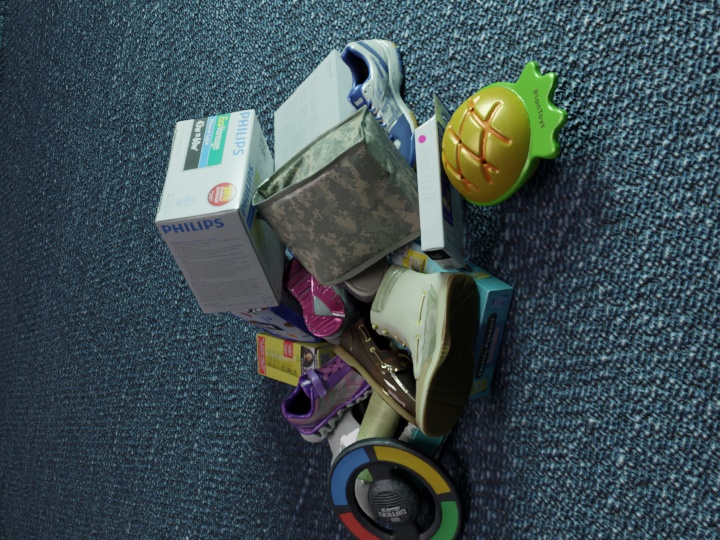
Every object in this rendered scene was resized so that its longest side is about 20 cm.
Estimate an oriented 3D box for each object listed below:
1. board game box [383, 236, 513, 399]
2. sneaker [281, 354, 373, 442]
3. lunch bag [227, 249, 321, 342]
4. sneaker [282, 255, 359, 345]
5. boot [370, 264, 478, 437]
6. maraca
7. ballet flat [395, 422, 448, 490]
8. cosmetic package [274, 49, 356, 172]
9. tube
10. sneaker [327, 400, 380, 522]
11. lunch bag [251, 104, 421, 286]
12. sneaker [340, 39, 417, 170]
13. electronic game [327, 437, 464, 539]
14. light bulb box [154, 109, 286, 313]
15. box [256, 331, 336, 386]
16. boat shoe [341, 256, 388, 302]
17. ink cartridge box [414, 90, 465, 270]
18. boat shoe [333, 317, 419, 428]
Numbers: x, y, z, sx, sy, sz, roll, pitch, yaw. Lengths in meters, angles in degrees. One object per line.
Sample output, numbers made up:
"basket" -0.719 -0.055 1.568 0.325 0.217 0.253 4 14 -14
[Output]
"board game box" 0.107 0.054 1.308 0.199 0.046 0.154 36 122 49
"sneaker" -0.044 0.166 1.460 0.201 0.088 0.081 -49 43 11
"lunch bag" -0.153 0.024 1.562 0.124 0.170 0.200 -48 51 5
"sneaker" -0.054 0.043 1.473 0.081 0.088 0.202 -32 45 10
"boot" 0.073 0.097 1.254 0.153 0.071 0.205 10 92 54
"maraca" 0.166 -0.155 1.144 0.199 0.105 0.140 -33 66 52
"ballet flat" 0.076 0.250 1.375 0.072 0.071 0.202 56 134 35
"cosmetic package" -0.063 -0.203 1.433 0.151 0.051 0.203 -42 36 34
"tube" 0.036 0.201 1.414 0.057 0.052 0.204 19 93 11
"sneaker" 0.001 0.272 1.475 0.088 0.074 0.203 -37 62 38
"lunch bag" -0.027 -0.088 1.313 0.198 0.164 0.118 -30 28 21
"sneaker" 0.021 -0.222 1.368 0.075 0.087 0.204 -29 71 51
"electronic game" 0.047 0.315 1.350 0.196 0.042 0.204 10 120 17
"light bulb box" -0.187 -0.081 1.400 0.202 0.122 0.201 71 -164 -48
"box" -0.103 0.147 1.623 0.199 0.049 0.077 10 103 55
"boat shoe" 0.000 0.000 1.420 0.201 0.071 0.064 -118 15 -59
"ink cartridge box" 0.099 -0.110 1.231 0.036 0.095 0.204 -6 74 21
"boat shoe" 0.037 0.132 1.324 0.071 0.070 0.200 -49 48 0
